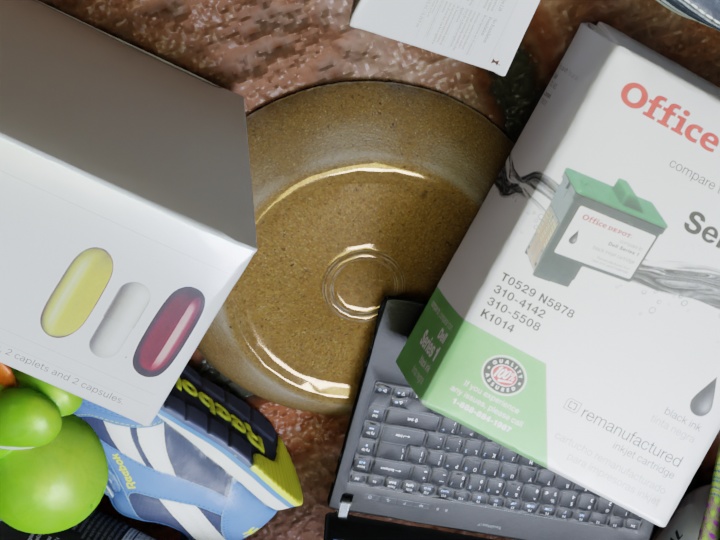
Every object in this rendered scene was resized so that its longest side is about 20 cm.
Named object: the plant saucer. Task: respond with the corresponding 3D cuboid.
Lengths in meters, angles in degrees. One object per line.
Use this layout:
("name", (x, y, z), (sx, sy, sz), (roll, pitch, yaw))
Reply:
("plant saucer", (0.000, 0.000, 1.525), (0.199, 0.036, 0.201), (-3, 122, -5))

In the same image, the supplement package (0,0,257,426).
("supplement package", (-0.162, -0.046, 1.403), (0.199, 0.156, 0.111), (24, 116, -18))

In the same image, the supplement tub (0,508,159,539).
("supplement tub", (-0.131, 0.194, 1.546), (0.199, 0.123, 0.123), (27, 117, 3))

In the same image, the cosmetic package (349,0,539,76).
("cosmetic package", (0.066, -0.189, 1.382), (0.082, 0.051, 0.201), (19, 130, -8))

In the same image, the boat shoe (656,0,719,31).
("boat shoe", (0.221, -0.121, 1.443), (0.199, 0.091, 0.071), (19, 118, -17))

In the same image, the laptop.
("laptop", (0.077, 0.135, 1.525), (0.176, 0.103, 0.201), (10, 115, -12))

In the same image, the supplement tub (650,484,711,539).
("supplement tub", (0.173, 0.225, 1.635), (0.122, 0.123, 0.200), (26, 115, -21))

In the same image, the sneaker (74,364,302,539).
("sneaker", (-0.120, 0.081, 1.540), (0.082, 0.074, 0.200), (-39, 117, 19))

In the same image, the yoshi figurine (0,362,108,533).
("yoshi figurine", (-0.197, 0.091, 1.465), (0.112, 0.113, 0.199), (18, 163, -41))

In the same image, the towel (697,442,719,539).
("towel", (0.272, 0.129, 1.585), (0.199, 0.144, 0.023), (31, 148, -21))

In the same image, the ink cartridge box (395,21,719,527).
("ink cartridge box", (0.130, -0.001, 1.469), (0.146, 0.084, 0.201), (27, 97, -11))
